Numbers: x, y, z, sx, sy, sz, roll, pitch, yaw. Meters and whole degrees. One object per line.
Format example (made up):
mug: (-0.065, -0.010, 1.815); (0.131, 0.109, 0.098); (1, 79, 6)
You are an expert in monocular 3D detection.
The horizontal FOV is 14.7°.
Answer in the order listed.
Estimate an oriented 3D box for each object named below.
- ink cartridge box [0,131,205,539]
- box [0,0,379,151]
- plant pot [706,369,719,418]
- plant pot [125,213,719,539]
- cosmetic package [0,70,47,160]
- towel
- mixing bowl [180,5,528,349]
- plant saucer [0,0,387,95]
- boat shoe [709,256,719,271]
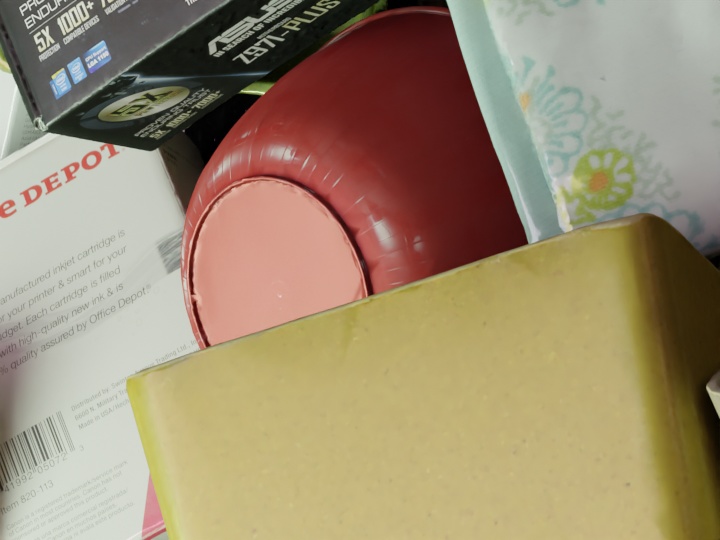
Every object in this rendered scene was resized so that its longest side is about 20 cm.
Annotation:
ink cartridge box: (-0.114, 0.043, 1.274); (0.146, 0.083, 0.200); (-29, 65, 11)
box: (-0.066, -0.169, 1.146); (0.200, 0.086, 0.164); (-30, 72, 25)
plant pot: (0.223, 0.103, 0.852); (0.187, 0.187, 0.200); (-13, 94, 51)
plant pot: (0.060, 0.122, 0.955); (0.194, 0.195, 0.200); (-18, 70, 19)
cosmetic package: (-0.160, -0.121, 1.371); (0.113, 0.081, 0.200); (38, 119, 44)
towel: (0.117, -0.106, 0.995); (0.171, 0.048, 0.200); (-23, 73, 17)
mixing bowl: (0.000, 0.000, 1.123); (0.200, 0.108, 0.201); (12, 109, 39)
plant saucer: (-0.066, -0.181, 1.233); (0.200, 0.048, 0.200); (6, 98, 25)
boat shoe: (0.110, -0.079, 1.054); (0.072, 0.059, 0.200); (11, 101, 51)
